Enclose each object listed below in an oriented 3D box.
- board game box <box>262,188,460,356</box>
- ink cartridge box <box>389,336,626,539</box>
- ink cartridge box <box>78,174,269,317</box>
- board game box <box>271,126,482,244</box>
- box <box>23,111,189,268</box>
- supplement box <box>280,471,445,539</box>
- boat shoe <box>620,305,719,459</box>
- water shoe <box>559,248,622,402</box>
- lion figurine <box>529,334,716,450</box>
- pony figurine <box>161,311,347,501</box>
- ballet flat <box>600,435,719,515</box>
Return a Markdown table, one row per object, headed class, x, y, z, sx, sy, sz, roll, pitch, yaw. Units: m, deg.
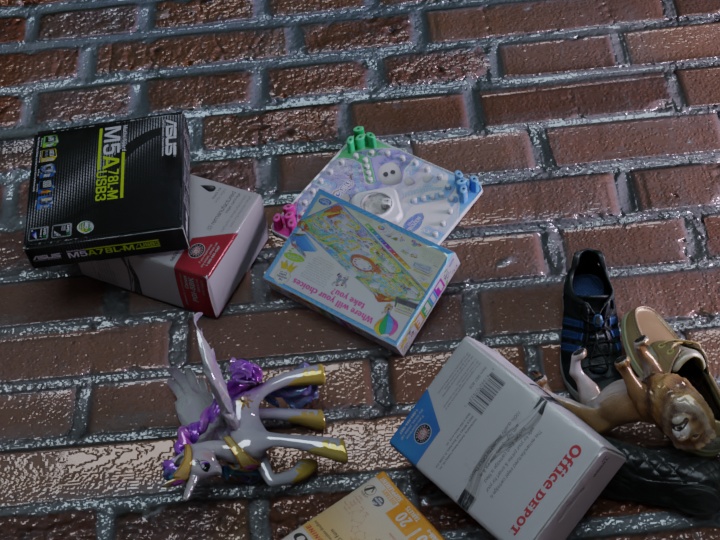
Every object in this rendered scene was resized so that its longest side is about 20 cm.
| class | x | y | z | sx | sy | sz | roll | pitch | yaw |
| --- | --- | --- | --- | --- | --- | --- | --- | --- | --- |
| board game box | 0.000 | 0.000 | 1.754 | 0.200 | 0.034 | 0.135 | 27 | 77 | 25 |
| ink cartridge box | 0.154 | 0.189 | 1.539 | 0.200 | 0.084 | 0.145 | 39 | 97 | 31 |
| ink cartridge box | -0.236 | -0.045 | 1.812 | 0.200 | 0.083 | 0.147 | 17 | 55 | 19 |
| board game box | 0.020 | -0.084 | 1.852 | 0.200 | 0.026 | 0.200 | 26 | 59 | 25 |
| box | -0.305 | -0.100 | 1.782 | 0.193 | 0.048 | 0.200 | -8 | 50 | 5 |
| supplement box | -0.016 | 0.316 | 1.497 | 0.200 | 0.074 | 0.126 | -32 | 54 | -18 |
| boat shoe | 0.355 | 0.111 | 1.616 | 0.074 | 0.066 | 0.200 | -5 | 51 | -28 |
| water shoe | 0.260 | 0.064 | 1.668 | 0.071 | 0.079 | 0.200 | -5 | 51 | 2 |
| lion figurine | 0.280 | 0.142 | 1.571 | 0.200 | 0.123 | 0.072 | -12 | 24 | 50 |
| pony figurine | -0.133 | 0.157 | 1.609 | 0.200 | 0.167 | 0.193 | -5 | 56 | -18 |
| ballet flat | 0.294 | 0.212 | 1.563 | 0.200 | 0.067 | 0.057 | 16 | 34 | 13 |
